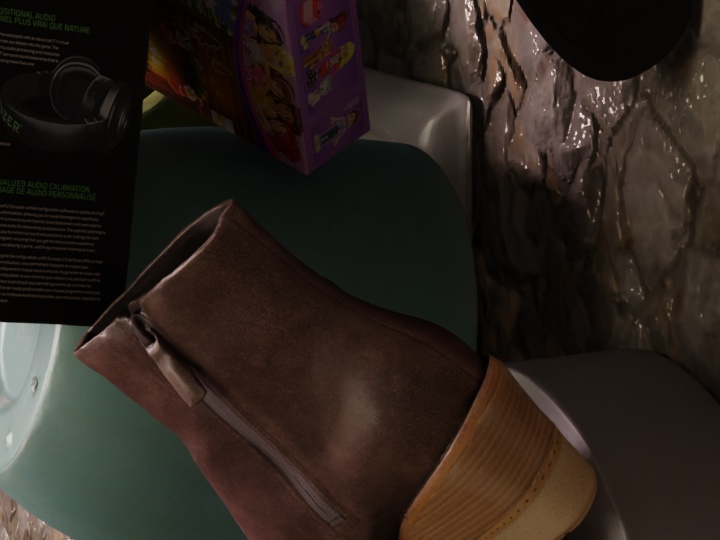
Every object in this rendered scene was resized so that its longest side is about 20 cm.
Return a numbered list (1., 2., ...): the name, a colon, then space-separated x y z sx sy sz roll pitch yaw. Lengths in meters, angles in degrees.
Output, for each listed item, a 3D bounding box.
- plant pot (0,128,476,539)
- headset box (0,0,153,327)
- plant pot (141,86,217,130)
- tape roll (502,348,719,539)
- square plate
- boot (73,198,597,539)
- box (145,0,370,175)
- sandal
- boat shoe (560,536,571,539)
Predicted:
1. plant pot: -0.070 0.031 0.881 0.200 0.160 0.202 -34 51 56
2. headset box: -0.157 -0.090 0.777 0.174 0.092 0.202 11 96 52
3. plant pot: -0.134 -0.052 1.048 0.191 0.199 0.201 72 171 -45
4. tape roll: 0.088 0.134 0.830 0.200 0.066 0.202 175 90 -67
5. square plate: 0.000 0.000 1.051 0.200 0.028 0.200 -153 62 -63
6. boot: -0.030 0.067 0.754 0.200 0.166 0.073 -43 17 44
7. box: -0.065 -0.147 0.793 0.136 0.039 0.201 30 143 35
8. sandal: 0.047 -0.153 0.761 0.200 0.075 0.045 47 -172 -6
9. boat shoe: 0.039 0.175 0.793 0.201 0.068 0.072 -57 6 31
